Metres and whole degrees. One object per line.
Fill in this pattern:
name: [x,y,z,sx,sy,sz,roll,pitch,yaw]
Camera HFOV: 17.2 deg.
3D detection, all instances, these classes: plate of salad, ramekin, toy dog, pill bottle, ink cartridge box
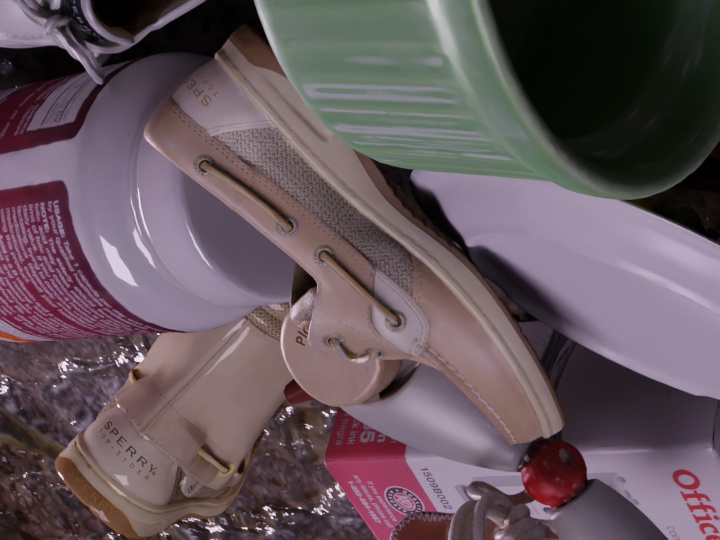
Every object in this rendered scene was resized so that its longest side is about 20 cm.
plate of salad: [0.111,0.001,0.880,0.199,0.048,0.200,25,168,6]
ramekin: [0.048,-0.124,0.773,0.097,0.201,0.200,1,140,36]
toy dog: [0.035,0.076,0.987,0.131,0.201,0.096,-7,151,-43]
pill bottle: [-0.095,-0.030,0.996,0.199,0.115,0.114,-5,138,51]
ink cartridge box: [0.106,0.097,1.111,0.199,0.083,0.147,-4,136,31]

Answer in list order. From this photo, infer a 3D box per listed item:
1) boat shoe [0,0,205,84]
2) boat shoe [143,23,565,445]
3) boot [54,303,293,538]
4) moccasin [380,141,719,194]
boat shoe: [-0.103,-0.114,0.947,0.201,0.086,0.075,-14,131,38]
boat shoe: [0.000,0.000,0.899,0.200,0.065,0.072,48,180,-20]
boot: [-0.053,0.039,1.114,0.073,0.200,0.156,42,102,8]
moccasin: [0.085,-0.050,0.934,0.200,0.078,0.074,3,162,20]
